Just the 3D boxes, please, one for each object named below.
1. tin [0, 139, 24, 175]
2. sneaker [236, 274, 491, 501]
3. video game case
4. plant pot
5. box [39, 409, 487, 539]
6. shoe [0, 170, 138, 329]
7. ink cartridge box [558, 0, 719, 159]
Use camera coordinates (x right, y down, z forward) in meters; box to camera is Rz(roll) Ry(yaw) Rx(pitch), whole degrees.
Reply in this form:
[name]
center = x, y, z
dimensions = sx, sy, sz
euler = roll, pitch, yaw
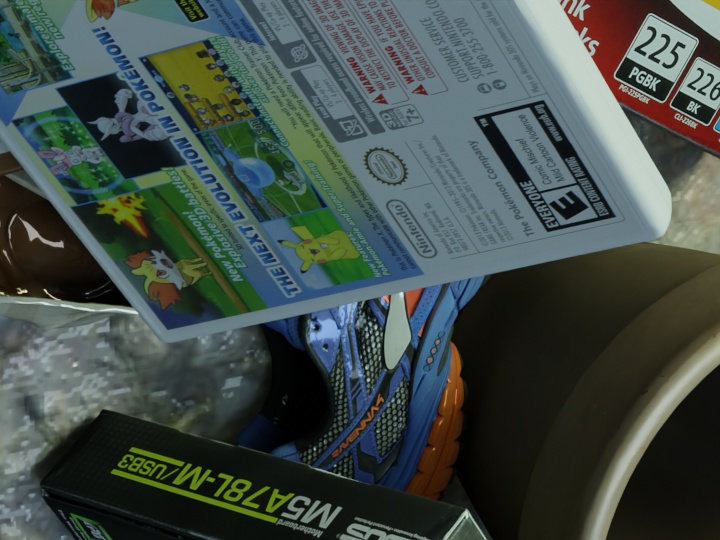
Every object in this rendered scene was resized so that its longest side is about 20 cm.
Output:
[tin]
center = -0.121, -0.118, 0.874
dimensions = 0.112, 0.042, 0.200
euler = -18, 125, -20
[sneaker]
center = 0.000, 0.000, 1.042
dimensions = 0.078, 0.075, 0.200
euler = -4, 110, -25
[video game case]
center = -0.030, -0.064, 0.849
dimensions = 0.200, 0.182, 0.022
euler = 55, 35, -37
[plant pot]
center = 0.119, 0.065, 1.073
dimensions = 0.200, 0.175, 0.200
euler = -11, 115, -25
[box]
center = 0.002, 0.144, 1.027
dimensions = 0.048, 0.193, 0.200
euler = -49, 128, -23
[shoe]
center = -0.145, -0.029, 0.955
dimensions = 0.200, 0.053, 0.070
euler = 23, 97, -35
[ink cartridge box]
center = 0.124, -0.142, 1.046
dimensions = 0.200, 0.084, 0.176
euler = 23, 96, -35
